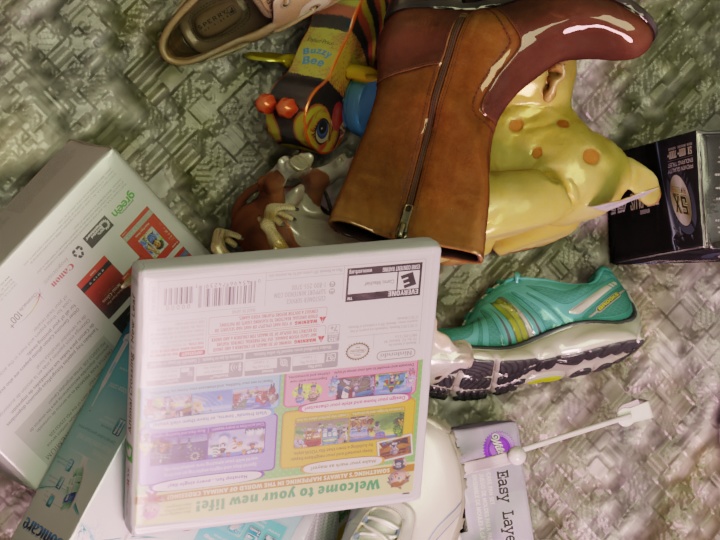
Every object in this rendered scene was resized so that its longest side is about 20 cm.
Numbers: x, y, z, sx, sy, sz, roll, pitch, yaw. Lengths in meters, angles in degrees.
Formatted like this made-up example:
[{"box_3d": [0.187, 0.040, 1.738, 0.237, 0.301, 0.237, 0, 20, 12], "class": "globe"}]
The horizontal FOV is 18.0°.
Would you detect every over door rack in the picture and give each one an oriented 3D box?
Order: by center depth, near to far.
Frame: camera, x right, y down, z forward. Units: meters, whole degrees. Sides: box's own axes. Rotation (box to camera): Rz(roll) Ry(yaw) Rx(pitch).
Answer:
[{"box_3d": [0.144, 0.186, 1.608, 0.200, 0.067, 0.148, -17, 92, -18], "class": "over door rack"}]

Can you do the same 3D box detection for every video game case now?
[{"box_3d": [-0.050, 0.072, 1.436, 0.200, 0.022, 0.182, -5, 113, -22], "class": "video game case"}]

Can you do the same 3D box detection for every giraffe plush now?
[{"box_3d": [0.107, -0.104, 1.607, 0.173, 0.200, 0.162, -5, 78, -56], "class": "giraffe plush"}]

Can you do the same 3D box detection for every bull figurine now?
[{"box_3d": [0.000, 0.000, 1.556, 0.200, 0.121, 0.065, 35, 42, 3], "class": "bull figurine"}]

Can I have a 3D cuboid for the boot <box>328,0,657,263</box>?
[{"box_3d": [0.089, -0.100, 1.493, 0.188, 0.068, 0.200, 10, 63, 7], "class": "boot"}]

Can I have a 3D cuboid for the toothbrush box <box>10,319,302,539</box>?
[{"box_3d": [-0.117, 0.136, 1.502, 0.146, 0.085, 0.200, 33, 82, -28], "class": "toothbrush box"}]

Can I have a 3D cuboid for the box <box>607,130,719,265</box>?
[{"box_3d": [0.304, -0.054, 1.675, 0.200, 0.164, 0.086, -2, 87, -19], "class": "box"}]

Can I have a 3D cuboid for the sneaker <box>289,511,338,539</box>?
[{"box_3d": [-0.079, 0.236, 1.557, 0.071, 0.073, 0.200, 26, 97, 22], "class": "sneaker"}]

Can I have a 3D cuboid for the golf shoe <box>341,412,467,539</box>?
[{"box_3d": [0.017, 0.192, 1.526, 0.078, 0.097, 0.200, 15, 92, 14], "class": "golf shoe"}]

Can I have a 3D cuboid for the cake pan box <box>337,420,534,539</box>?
[{"box_3d": [0.035, 0.209, 1.631, 0.184, 0.052, 0.200, -6, 88, -20], "class": "cake pan box"}]

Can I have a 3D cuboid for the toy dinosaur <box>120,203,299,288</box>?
[{"box_3d": [-0.062, 0.005, 1.469, 0.200, 0.058, 0.101, 28, 33, -33], "class": "toy dinosaur"}]

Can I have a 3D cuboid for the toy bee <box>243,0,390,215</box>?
[{"box_3d": [-0.023, -0.123, 1.593, 0.131, 0.109, 0.200, -11, 71, 24], "class": "toy bee"}]

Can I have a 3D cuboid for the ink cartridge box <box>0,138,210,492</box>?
[{"box_3d": [-0.193, 0.044, 1.542, 0.200, 0.084, 0.176, -48, 115, -15], "class": "ink cartridge box"}]

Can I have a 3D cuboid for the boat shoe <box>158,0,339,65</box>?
[{"box_3d": [-0.054, -0.197, 1.559, 0.071, 0.200, 0.065, 52, 30, -7], "class": "boat shoe"}]

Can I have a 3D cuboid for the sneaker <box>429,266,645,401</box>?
[{"box_3d": [0.108, 0.044, 1.665, 0.200, 0.078, 0.080, -10, 68, -20], "class": "sneaker"}]
